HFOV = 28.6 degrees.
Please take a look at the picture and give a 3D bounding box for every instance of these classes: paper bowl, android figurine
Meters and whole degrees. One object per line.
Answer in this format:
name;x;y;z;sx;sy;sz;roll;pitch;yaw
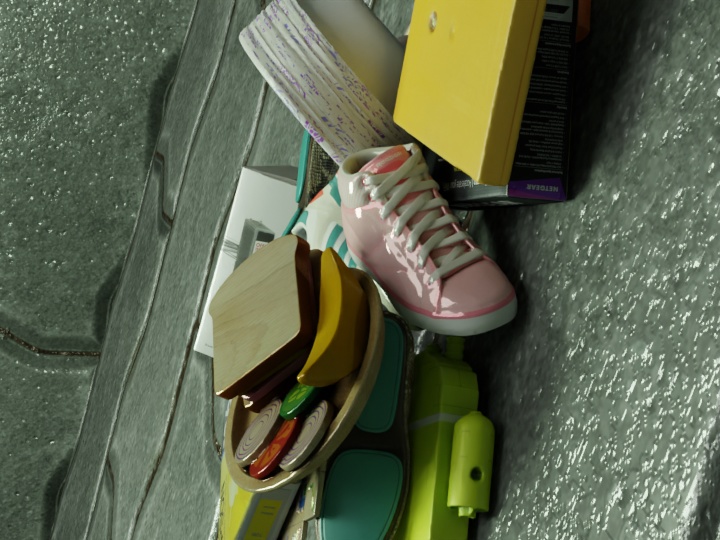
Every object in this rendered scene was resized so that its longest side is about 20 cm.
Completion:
paper bowl;-0.005;-0.162;1.223;0.104;0.201;0.201;-40;25;8
android figurine;0.052;0.149;1.083;0.182;0.040;0.203;142;137;-65

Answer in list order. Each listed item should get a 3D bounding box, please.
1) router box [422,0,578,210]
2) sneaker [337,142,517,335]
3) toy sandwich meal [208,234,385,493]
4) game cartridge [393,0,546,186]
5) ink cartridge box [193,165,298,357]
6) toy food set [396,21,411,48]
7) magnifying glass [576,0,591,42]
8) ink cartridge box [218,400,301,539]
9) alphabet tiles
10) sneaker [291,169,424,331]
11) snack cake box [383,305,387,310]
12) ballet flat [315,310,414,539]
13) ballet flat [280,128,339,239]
router box;0.101;-0.125;1.079;0.200;0.050;0.152;-177;91;-74
sneaker;0.042;-0.031;1.070;0.200;0.075;0.106;38;146;51
toy sandwich meal;-0.059;0.066;1.060;0.205;0.070;0.207;-39;33;32
game cartridge;0.080;-0.170;1.018;0.200;0.032;0.179;-132;50;-65
ink cartridge box;-0.090;-0.006;1.492;0.147;0.082;0.203;-13;-59;-72
toy food set;0.033;-0.196;1.374;0.201;0.060;0.145;122;155;-46
magnifying glass;0.167;-0.265;1.061;0.080;0.022;0.203;137;144;-63
ink cartridge box;-0.094;0.164;1.215;0.199;0.046;0.201;-94;23;-47
alphabet tiles;-0.046;0.140;1.139;0.166;0.006;0.203;134;146;-68
sneaker;0.000;0.000;1.218;0.093;0.070;0.201;-41;45;11
snack cake box;-0.024;0.078;1.342;0.200;0.066;0.116;127;150;-53
ballet flat;0.011;0.134;1.084;0.065;0.069;0.203;43;-122;-78
ballet flat;-0.040;-0.052;1.335;0.068;0.074;0.203;126;162;-69
